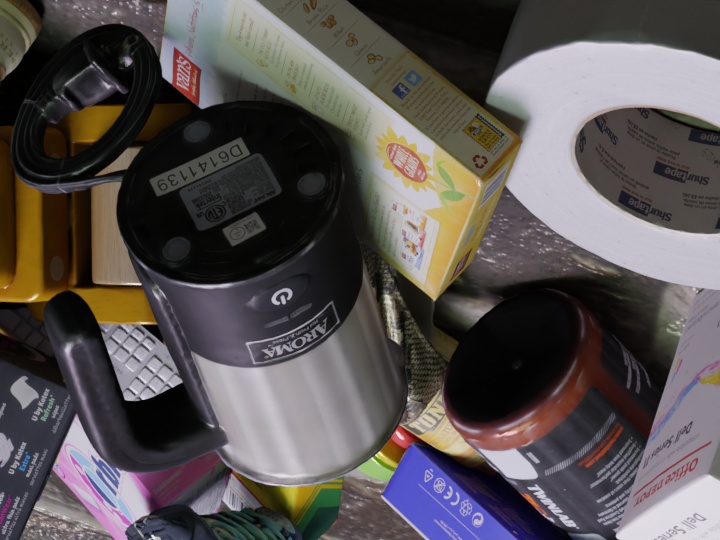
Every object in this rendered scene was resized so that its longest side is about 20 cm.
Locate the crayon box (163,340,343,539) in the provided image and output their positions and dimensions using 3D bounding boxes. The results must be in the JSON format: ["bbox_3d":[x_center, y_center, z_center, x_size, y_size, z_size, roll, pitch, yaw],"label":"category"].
[{"bbox_3d":[-0.068,0.101,1.673,0.127,0.051,0.200,45,161,14],"label":"crayon box"}]

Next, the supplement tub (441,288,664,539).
[{"bbox_3d":[0.143,0.107,1.550,0.107,0.107,0.200,-8,139,42],"label":"supplement tub"}]

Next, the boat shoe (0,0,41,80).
[{"bbox_3d":[-0.268,-0.121,1.491,0.199,0.063,0.073,-9,139,44],"label":"boat shoe"}]

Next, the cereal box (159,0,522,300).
[{"bbox_3d":[-0.016,-0.085,1.336,0.200,0.040,0.144,40,157,9],"label":"cereal box"}]

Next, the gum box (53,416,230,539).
[{"bbox_3d":[-0.146,0.114,1.690,0.114,0.066,0.200,47,161,9],"label":"gum box"}]

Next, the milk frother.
[{"bbox_3d":[-0.082,-0.011,1.388,0.179,0.201,0.189,-12,141,4],"label":"milk frother"}]

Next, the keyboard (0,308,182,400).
[{"bbox_3d":[-0.187,0.026,1.586,0.200,0.056,0.011,40,175,-4],"label":"keyboard"}]

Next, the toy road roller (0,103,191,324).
[{"bbox_3d":[-0.192,-0.031,1.471,0.199,0.124,0.146,1,-177,29],"label":"toy road roller"}]

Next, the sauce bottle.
[{"bbox_3d":[0.016,0.054,1.590,0.199,0.066,0.066,31,150,-19],"label":"sauce bottle"}]

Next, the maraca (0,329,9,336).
[{"bbox_3d":[-0.224,0.028,1.671,0.137,0.108,0.200,17,143,-36],"label":"maraca"}]

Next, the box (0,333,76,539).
[{"bbox_3d":[-0.269,0.071,1.519,0.199,0.107,0.122,24,-179,-6],"label":"box"}]

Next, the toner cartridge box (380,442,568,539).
[{"bbox_3d":[0.109,0.181,1.588,0.095,0.043,0.200,17,-163,-47],"label":"toner cartridge box"}]

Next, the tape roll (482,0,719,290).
[{"bbox_3d":[0.162,-0.073,1.281,0.199,0.066,0.201,16,151,9],"label":"tape roll"}]

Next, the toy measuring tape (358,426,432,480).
[{"bbox_3d":[-0.009,0.079,1.644,0.199,0.074,0.073,33,149,-19],"label":"toy measuring tape"}]

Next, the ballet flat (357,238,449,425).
[{"bbox_3d":[0.000,0.000,1.498,0.068,0.075,0.201,16,144,45],"label":"ballet flat"}]

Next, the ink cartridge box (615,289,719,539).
[{"bbox_3d":[0.202,0.090,1.385,0.067,0.201,0.117,27,150,-9],"label":"ink cartridge box"}]

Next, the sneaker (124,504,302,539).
[{"bbox_3d":[-0.084,0.175,1.632,0.078,0.086,0.200,40,169,22],"label":"sneaker"}]
